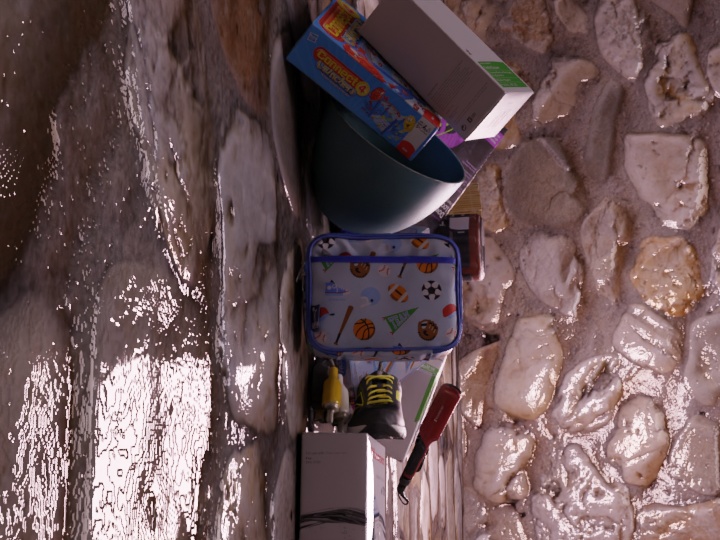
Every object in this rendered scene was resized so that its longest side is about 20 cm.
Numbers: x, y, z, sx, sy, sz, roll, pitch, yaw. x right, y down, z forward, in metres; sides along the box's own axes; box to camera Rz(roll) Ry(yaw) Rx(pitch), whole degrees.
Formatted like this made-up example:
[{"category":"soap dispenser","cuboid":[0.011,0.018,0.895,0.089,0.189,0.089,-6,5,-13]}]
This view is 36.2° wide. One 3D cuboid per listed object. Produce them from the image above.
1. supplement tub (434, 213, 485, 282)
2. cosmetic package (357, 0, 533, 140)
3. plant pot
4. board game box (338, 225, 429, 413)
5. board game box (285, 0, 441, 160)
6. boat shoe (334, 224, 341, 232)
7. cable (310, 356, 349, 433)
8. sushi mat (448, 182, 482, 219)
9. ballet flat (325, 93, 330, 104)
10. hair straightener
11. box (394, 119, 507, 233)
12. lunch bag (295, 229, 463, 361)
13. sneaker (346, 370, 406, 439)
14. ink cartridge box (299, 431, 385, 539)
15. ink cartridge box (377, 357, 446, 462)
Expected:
[{"category":"supplement tub","cuboid":[0.092,-0.032,1.708,0.107,0.199,0.108,-2,90,-81]},{"category":"cosmetic package","cuboid":[0.106,-0.260,1.377,0.200,0.085,0.108,48,27,12]},{"category":"plant pot","cuboid":[0.016,-0.121,1.418,0.135,0.200,0.200,-56,-174,23]},{"category":"board game box","cuboid":[0.031,0.064,1.519,0.199,0.041,0.201,-30,123,-43]},{"category":"board game box","cuboid":[0.015,-0.248,1.391,0.196,0.056,0.200,38,23,-9]},{"category":"boat shoe","cuboid":[0.000,0.000,1.554,0.070,0.070,0.201,-82,159,-76]},{"category":"cable","cuboid":[-0.032,0.112,1.382,0.097,0.050,0.201,72,20,-64]},{"category":"sushi mat","cuboid":[0.098,-0.088,1.778,0.012,0.199,0.096,-119,-155,-75]},{"category":"ballet flat","cuboid":[-0.015,-0.201,1.529,0.071,0.070,0.201,11,77,-80]},{"category":"hair straightener","cuboid":[0.104,0.266,1.693,0.077,0.041,0.201,-10,121,-80]},{"category":"box","cuboid":[0.110,-0.154,1.557,0.200,0.036,0.143,-54,140,4]},{"category":"lunch bag","cuboid":[0.022,0.027,1.319,0.076,0.199,0.161,106,-15,-77]},{"category":"sneaker","cuboid":[0.018,0.171,1.406,0.200,0.074,0.085,106,-17,-86]},{"category":"ink cartridge box","cuboid":[-0.020,0.301,1.309,0.146,0.085,0.201,56,34,-72]},{"category":"ink cartridge box","cuboid":[0.067,0.194,1.712,0.200,0.084,0.146,-29,140,-79]}]
